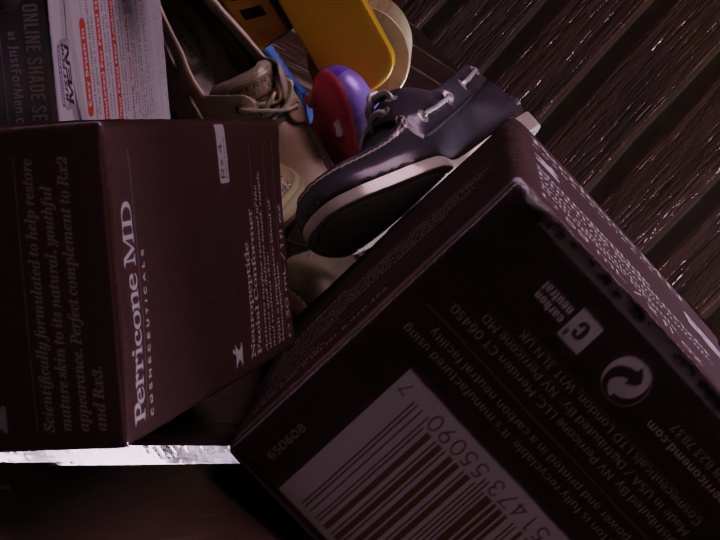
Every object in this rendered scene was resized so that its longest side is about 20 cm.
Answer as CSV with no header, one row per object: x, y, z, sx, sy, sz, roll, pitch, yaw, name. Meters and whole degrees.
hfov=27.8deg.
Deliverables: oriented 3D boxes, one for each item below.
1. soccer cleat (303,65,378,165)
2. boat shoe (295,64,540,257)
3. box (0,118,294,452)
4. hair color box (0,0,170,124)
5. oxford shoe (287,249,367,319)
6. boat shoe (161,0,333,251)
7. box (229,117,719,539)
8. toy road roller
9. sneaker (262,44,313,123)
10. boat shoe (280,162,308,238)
0.019,-0.065,0.964,0.067,0.076,0.201,49,-15,44,soccer cleat
0.021,-0.064,0.771,0.063,0.073,0.199,52,40,9,boat shoe
-0.084,-0.005,0.527,0.200,0.074,0.101,-27,113,-75,box
-0.137,-0.095,0.655,0.063,0.112,0.200,-2,13,4,hair color box
0.000,0.000,0.860,0.071,0.074,0.200,44,13,7,oxford shoe
-0.072,-0.100,0.898,0.201,0.072,0.065,53,-27,7,boat shoe
0.065,0.054,0.661,0.166,0.164,0.200,46,13,-6,box
-0.066,-0.184,0.989,0.201,0.145,0.123,56,12,-12,toy road roller
-0.098,-0.145,1.051,0.200,0.066,0.078,49,18,22,sneaker
-0.072,-0.026,0.728,0.063,0.073,0.200,43,13,-10,boat shoe
